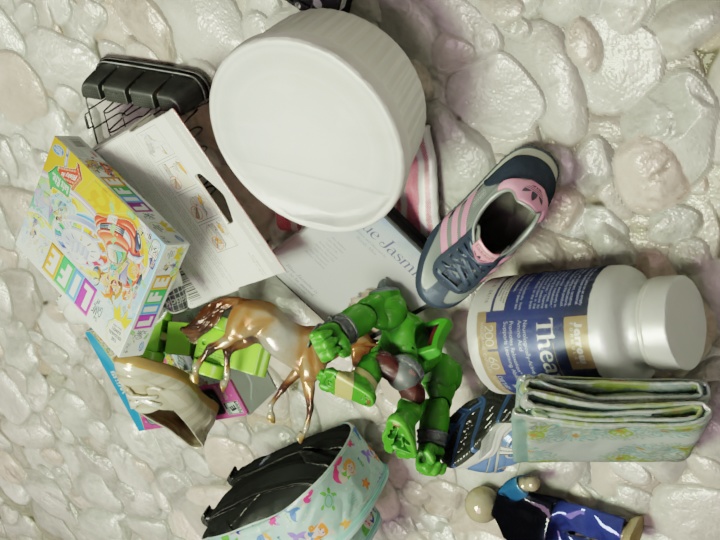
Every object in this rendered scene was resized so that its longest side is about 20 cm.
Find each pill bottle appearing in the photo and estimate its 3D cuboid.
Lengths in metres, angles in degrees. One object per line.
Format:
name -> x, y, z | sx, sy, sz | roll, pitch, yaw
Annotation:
pill bottle -> 0.204, 0.054, 1.237 | 0.198, 0.111, 0.112 | -7, 116, 39

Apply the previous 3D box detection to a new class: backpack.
backpack -> -0.060, 0.269, 1.548 | 0.199, 0.178, 0.151 | -36, 100, 36

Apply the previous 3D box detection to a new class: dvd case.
dvd case -> 0.000, 0.000, 1.393 | 0.143, 0.018, 0.199 | 43, 141, -12

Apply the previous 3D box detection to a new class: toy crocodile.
toy crocodile -> -0.189, 0.077, 1.504 | 0.197, 0.062, 0.069 | 10, 87, 16

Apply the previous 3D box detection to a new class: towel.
towel -> -0.011, -0.088, 1.356 | 0.198, 0.030, 0.148 | 11, 127, 31
towel -> 0.220, 0.139, 1.228 | 0.169, 0.049, 0.200 | 2, 162, 7

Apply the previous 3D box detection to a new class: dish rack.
dish rack -> -0.220, -0.122, 1.474 | 0.152, 0.055, 0.202 | 14, 130, 30

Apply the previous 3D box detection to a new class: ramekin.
ramekin -> -0.031, -0.142, 1.239 | 0.200, 0.094, 0.204 | 18, 134, 19

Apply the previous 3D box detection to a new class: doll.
doll -> 0.198, 0.273, 1.445 | 0.198, 0.048, 0.138 | 12, 126, 30

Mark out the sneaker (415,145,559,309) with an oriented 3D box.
sneaker -> 0.105, -0.025, 1.252 | 0.070, 0.082, 0.201 | 31, 126, -5

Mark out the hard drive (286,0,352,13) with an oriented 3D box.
hard drive -> -0.081, -0.326, 1.225 | 0.199, 0.038, 0.141 | 34, 139, 14

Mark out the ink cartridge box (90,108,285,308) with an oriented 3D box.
ink cartridge box -> -0.173, -0.069, 1.408 | 0.175, 0.045, 0.201 | -18, 111, 46

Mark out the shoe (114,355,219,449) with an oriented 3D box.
shoe -> -0.211, 0.143, 1.498 | 0.069, 0.054, 0.200 | 6, 158, 25

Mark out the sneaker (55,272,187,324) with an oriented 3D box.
sneaker -> -0.257, 0.034, 1.465 | 0.199, 0.076, 0.081 | -24, 97, 49

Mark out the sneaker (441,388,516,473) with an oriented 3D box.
sneaker -> 0.165, 0.140, 1.372 | 0.076, 0.076, 0.200 | 22, 136, -30

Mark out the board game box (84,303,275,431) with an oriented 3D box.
board game box -> -0.216, 0.107, 1.629 | 0.198, 0.064, 0.149 | -12, 111, 42

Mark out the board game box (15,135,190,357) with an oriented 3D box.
board game box -> -0.266, -0.027, 1.388 | 0.200, 0.034, 0.136 | 41, 117, 31

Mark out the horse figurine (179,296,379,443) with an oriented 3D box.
horse figurine -> -0.094, 0.085, 1.434 | 0.198, 0.050, 0.134 | 29, 97, 3

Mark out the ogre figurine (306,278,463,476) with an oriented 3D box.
ogre figurine -> 0.039, 0.101, 1.362 | 0.199, 0.120, 0.098 | 39, 147, -6
